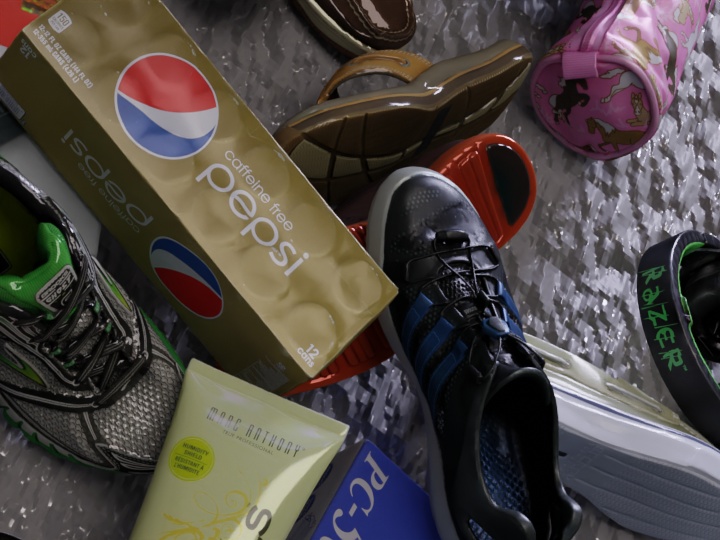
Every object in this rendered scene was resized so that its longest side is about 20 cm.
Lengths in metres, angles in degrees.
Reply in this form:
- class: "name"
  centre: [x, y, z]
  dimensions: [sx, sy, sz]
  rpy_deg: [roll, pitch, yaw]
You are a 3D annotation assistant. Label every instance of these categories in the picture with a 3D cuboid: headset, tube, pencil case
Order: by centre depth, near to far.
- class: "tube"
  centre: [-0.079, 0.139, 0.860]
  dimensions: [0.058, 0.052, 0.201]
  rpy_deg: [39, 67, -36]
- class: "headset"
  centre: [0.231, 0.042, 1.146]
  dimensions: [0.199, 0.094, 0.124]
  rpy_deg: [21, 50, -50]
- class: "pencil case"
  centre: [0.167, -0.156, 1.212]
  dimensions: [0.086, 0.083, 0.201]
  rpy_deg: [39, 51, -14]

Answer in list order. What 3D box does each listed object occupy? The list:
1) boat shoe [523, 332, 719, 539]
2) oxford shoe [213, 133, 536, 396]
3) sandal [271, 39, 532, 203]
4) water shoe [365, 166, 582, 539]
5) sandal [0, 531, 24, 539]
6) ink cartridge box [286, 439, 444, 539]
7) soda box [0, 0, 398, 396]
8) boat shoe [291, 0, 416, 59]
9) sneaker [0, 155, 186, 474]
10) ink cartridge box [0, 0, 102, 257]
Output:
- class: "boat shoe"
  centre: [0.133, 0.084, 1.073]
  dimensions: [0.199, 0.072, 0.062]
  rpy_deg: [27, 49, -22]
- class: "oxford shoe"
  centre: [0.000, 0.000, 1.028]
  dimensions: [0.199, 0.072, 0.072]
  rpy_deg: [-33, 107, -26]
- class: "sandal"
  centre: [0.014, -0.089, 1.074]
  dimensions: [0.199, 0.081, 0.054]
  rpy_deg: [-27, 69, -43]
- class: "water shoe"
  centre: [0.061, 0.041, 0.959]
  dimensions: [0.071, 0.079, 0.202]
  rpy_deg: [-10, 81, -30]
- class: "sandal"
  centre: [-0.162, 0.114, 0.786]
  dimensions: [0.079, 0.059, 0.208]
  rpy_deg: [-14, 84, -41]
- class: "ink cartridge box"
  centre: [-0.016, 0.183, 0.928]
  dimensions: [0.094, 0.044, 0.201]
  rpy_deg: [43, 49, -13]
- class: "soda box"
  centre: [-0.077, -0.038, 0.924]
  dimensions: [0.068, 0.064, 0.200]
  rpy_deg: [-43, 96, -31]
- class: "boat shoe"
  centre: [-0.020, -0.214, 1.108]
  dimensions: [0.074, 0.075, 0.203]
  rpy_deg: [-22, 82, -41]
- class: "sneaker"
  centre: [-0.138, 0.020, 0.872]
  dimensions: [0.078, 0.085, 0.200]
  rpy_deg: [-49, 116, -14]
- class: "ink cartridge box"
  centre: [-0.206, -0.105, 0.938]
  dimensions: [0.199, 0.043, 0.175]
  rpy_deg: [21, 58, -27]
